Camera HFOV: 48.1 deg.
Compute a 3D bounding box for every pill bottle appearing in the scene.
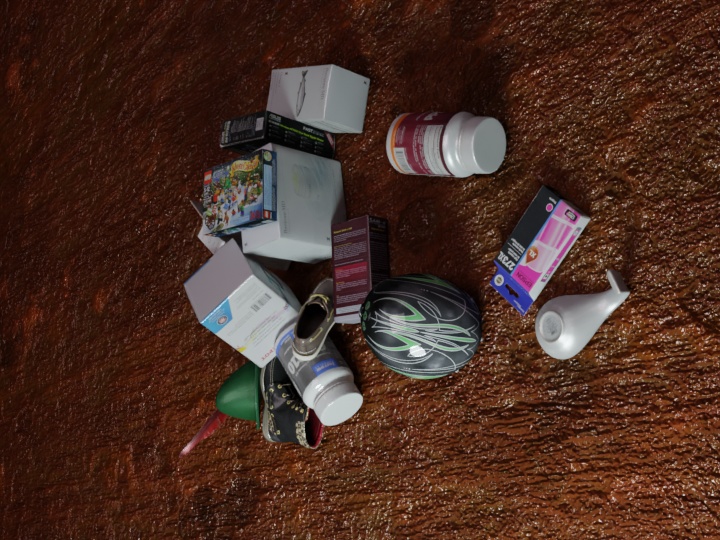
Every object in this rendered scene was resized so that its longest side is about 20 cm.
[{"bbox_3d":[0.153,-0.226,1.445,0.199,0.114,0.115,10,92,45],"label":"pill bottle"},{"bbox_3d":[-0.083,0.205,1.621,0.114,0.113,0.200,-55,51,24],"label":"pill bottle"}]

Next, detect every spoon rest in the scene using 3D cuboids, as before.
[{"bbox_3d":[0.347,0.067,1.260,0.200,0.060,0.100,-47,52,47],"label":"spoon rest"}]

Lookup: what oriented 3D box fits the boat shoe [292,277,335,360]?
[{"bbox_3d":[-0.085,0.085,1.612,0.071,0.201,0.060,15,139,11],"label":"boat shoe"}]

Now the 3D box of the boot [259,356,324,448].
[{"bbox_3d":[-0.143,0.274,1.700,0.150,0.073,0.202,4,91,46],"label":"boot"}]

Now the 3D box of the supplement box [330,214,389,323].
[{"bbox_3d":[0.000,0.000,1.603,0.108,0.061,0.202,-11,78,43],"label":"supplement box"}]

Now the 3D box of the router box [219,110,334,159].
[{"bbox_3d":[-0.175,-0.275,1.717,0.149,0.199,0.063,-3,79,44],"label":"router box"}]

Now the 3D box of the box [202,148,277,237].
[{"bbox_3d":[-0.242,-0.150,1.599,0.199,0.038,0.138,-11,77,44],"label":"box"}]

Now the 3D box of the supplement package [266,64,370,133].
[{"bbox_3d":[-0.093,-0.360,1.706,0.199,0.117,0.118,9,89,45],"label":"supplement package"}]

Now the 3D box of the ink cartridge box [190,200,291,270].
[{"bbox_3d":[-0.270,-0.075,1.785,0.176,0.199,0.045,44,112,40],"label":"ink cartridge box"}]

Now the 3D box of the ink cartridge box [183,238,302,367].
[{"bbox_3d":[-0.233,0.069,1.671,0.147,0.200,0.146,-42,42,4],"label":"ink cartridge box"}]

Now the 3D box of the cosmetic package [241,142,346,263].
[{"bbox_3d":[-0.139,-0.133,1.662,0.123,0.199,0.201,-20,72,42],"label":"cosmetic package"}]

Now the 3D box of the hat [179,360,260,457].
[{"bbox_3d":[-0.305,0.271,1.742,0.166,0.175,0.201,95,172,-49],"label":"hat"}]

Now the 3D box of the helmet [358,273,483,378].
[{"bbox_3d":[0.107,0.097,1.406,0.190,0.199,0.201,20,99,62],"label":"helmet"}]

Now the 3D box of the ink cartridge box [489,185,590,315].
[{"bbox_3d":[0.288,-0.032,1.340,0.095,0.037,0.201,47,119,38],"label":"ink cartridge box"}]
